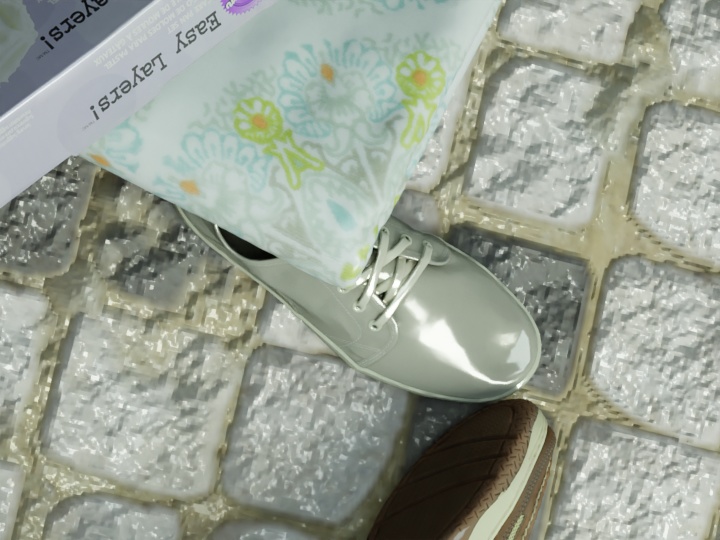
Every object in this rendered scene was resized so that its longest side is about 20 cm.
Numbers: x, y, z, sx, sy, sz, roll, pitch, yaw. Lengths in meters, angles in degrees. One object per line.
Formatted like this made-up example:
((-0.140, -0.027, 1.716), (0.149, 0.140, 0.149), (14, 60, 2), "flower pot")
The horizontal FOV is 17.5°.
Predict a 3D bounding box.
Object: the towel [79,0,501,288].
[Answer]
((-0.037, -0.112, 1.049), (0.170, 0.048, 0.201), (25, 69, 5), "towel")

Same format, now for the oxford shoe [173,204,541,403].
((0.000, 0.000, 1.088), (0.199, 0.058, 0.075), (34, 78, -12), "oxford shoe")

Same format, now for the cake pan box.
((-0.157, -0.127, 1.003), (0.200, 0.052, 0.184), (-38, 58, -12), "cake pan box")

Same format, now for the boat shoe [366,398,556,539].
((0.039, 0.152, 1.073), (0.075, 0.074, 0.203), (51, 57, -24), "boat shoe")
